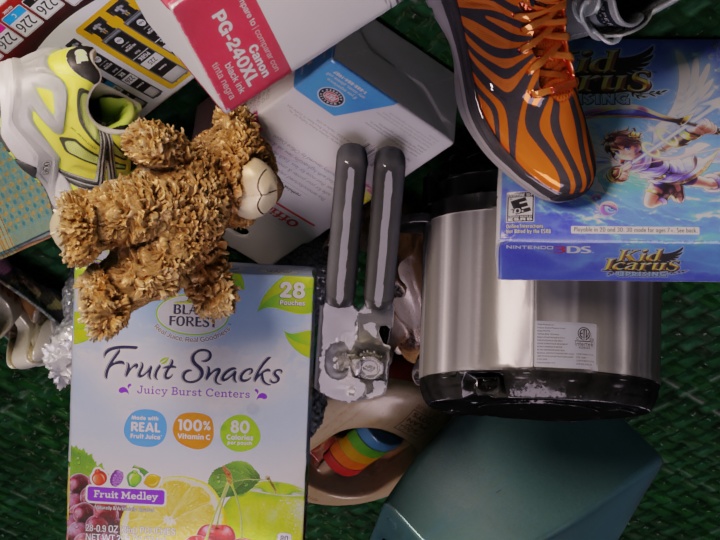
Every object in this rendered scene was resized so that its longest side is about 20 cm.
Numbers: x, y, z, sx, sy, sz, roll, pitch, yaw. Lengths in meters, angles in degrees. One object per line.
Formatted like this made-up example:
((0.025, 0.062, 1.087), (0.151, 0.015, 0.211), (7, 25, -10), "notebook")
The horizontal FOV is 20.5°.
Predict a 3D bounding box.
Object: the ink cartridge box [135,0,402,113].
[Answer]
((-0.033, -0.199, 1.140), (0.200, 0.145, 0.083), (-32, 128, -6), "ink cartridge box")

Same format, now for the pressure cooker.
((0.131, 0.003, 1.413), (0.178, 0.201, 0.176), (-7, 168, 43), "pressure cooker")

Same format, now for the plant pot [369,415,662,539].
((0.109, 0.189, 1.602), (0.141, 0.200, 0.142), (45, 147, 21), "plant pot")

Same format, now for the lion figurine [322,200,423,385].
((0.035, 0.005, 1.503), (0.072, 0.123, 0.200), (5, 130, 21), "lion figurine")

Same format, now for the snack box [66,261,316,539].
((-0.118, 0.095, 1.399), (0.168, 0.201, 0.068), (2, -175, 0), "snack box")

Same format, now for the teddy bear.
((-0.117, -0.033, 1.280), (0.067, 0.146, 0.200), (-5, -175, 43), "teddy bear")

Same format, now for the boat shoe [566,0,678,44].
((0.161, -0.185, 1.262), (0.201, 0.072, 0.070), (-29, 131, 35), "boat shoe")

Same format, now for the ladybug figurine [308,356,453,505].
((0.003, 0.130, 1.675), (0.136, 0.072, 0.200), (29, 136, -28), "ladybug figurine")

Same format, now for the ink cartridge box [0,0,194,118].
((-0.138, -0.174, 1.301), (0.175, 0.084, 0.200), (31, 135, -30), "ink cartridge box")

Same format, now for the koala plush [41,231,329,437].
((-0.141, 0.042, 1.509), (0.200, 0.178, 0.184), (22, 153, -26), "koala plush")

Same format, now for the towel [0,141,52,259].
((-0.286, -0.074, 1.417), (0.200, 0.147, 0.022), (-21, 180, 37), "towel")

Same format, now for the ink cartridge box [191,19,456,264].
((-0.041, -0.093, 1.403), (0.115, 0.068, 0.200), (32, 134, -29), "ink cartridge box")

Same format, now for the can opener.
((0.000, 0.000, 1.398), (0.053, 0.067, 0.201), (5, 116, -1), "can opener")

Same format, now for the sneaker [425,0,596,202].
((0.108, -0.145, 1.227), (0.077, 0.200, 0.112), (-24, 176, -37), "sneaker")

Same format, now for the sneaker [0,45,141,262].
((-0.171, -0.071, 1.311), (0.076, 0.076, 0.200), (-18, 146, 11), "sneaker")

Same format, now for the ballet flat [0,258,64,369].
((-0.278, 0.033, 1.586), (0.069, 0.071, 0.200), (-22, 135, 28), "ballet flat")

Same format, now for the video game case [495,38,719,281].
((0.190, -0.076, 1.309), (0.199, 0.182, 0.046), (1, 140, 5), "video game case")
